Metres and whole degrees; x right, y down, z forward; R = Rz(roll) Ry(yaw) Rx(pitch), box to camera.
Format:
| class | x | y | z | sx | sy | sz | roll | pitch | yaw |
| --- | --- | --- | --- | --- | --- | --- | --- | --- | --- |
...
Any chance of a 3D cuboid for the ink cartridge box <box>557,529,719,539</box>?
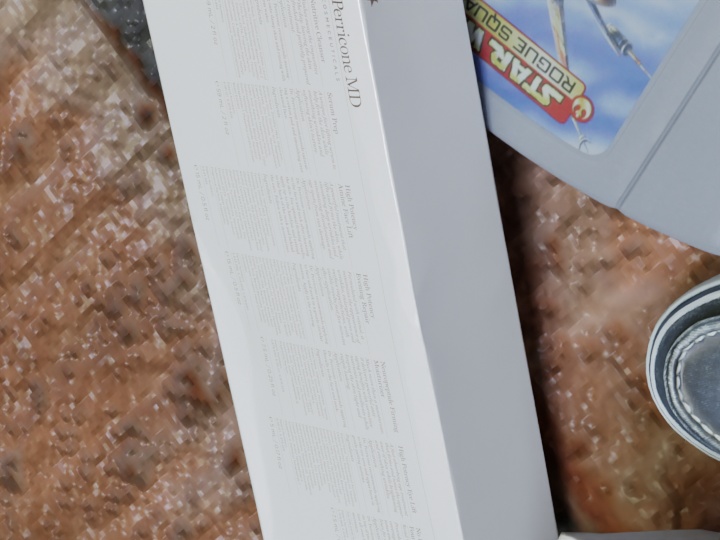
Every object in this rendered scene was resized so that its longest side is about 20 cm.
| class | x | y | z | sx | sy | sz | roll | pitch | yaw |
| --- | --- | --- | --- | --- | --- | --- | --- | --- | --- |
| ink cartridge box | 0.101 | 0.186 | 0.820 | 0.146 | 0.084 | 0.201 | 20 | 96 | 36 |

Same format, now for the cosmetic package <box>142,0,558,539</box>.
| class | x | y | z | sx | sy | sz | roll | pitch | yaw |
| --- | --- | --- | --- | --- | --- | --- | --- | --- | --- |
| cosmetic package | 0.000 | 0.000 | 0.869 | 0.082 | 0.051 | 0.201 | 10 | 121 | 39 |

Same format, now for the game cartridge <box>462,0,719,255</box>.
| class | x | y | z | sx | sy | sz | roll | pitch | yaw |
| --- | --- | --- | --- | --- | --- | --- | --- | --- | --- |
| game cartridge | 0.063 | -0.101 | 0.834 | 0.200 | 0.041 | 0.134 | 40 | 118 | 16 |

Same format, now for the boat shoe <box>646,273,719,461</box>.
| class | x | y | z | sx | sy | sz | roll | pitch | yaw |
| --- | --- | --- | --- | --- | --- | --- | --- | --- | --- |
| boat shoe | 0.153 | 0.046 | 0.785 | 0.199 | 0.091 | 0.071 | 11 | 110 | 30 |
